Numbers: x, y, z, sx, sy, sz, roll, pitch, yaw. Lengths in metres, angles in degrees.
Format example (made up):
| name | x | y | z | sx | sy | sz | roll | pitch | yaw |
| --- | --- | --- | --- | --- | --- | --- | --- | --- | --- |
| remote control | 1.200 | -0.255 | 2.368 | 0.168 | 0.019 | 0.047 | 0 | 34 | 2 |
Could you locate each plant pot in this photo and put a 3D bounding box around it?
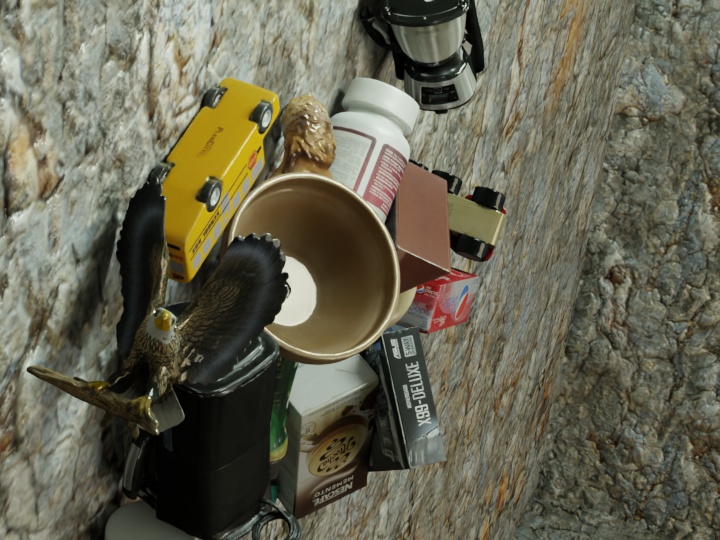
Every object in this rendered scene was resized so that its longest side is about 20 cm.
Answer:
| name | x | y | z | sx | sy | sz | roll | pitch | yaw |
| --- | --- | --- | --- | --- | --- | --- | --- | --- | --- |
| plant pot | -0.065 | 0.008 | 1.538 | 0.093 | 0.200 | 0.202 | -34 | -157 | 55 |

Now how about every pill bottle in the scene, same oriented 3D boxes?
| name | x | y | z | sx | sy | sz | roll | pitch | yaw |
| --- | --- | --- | --- | --- | --- | --- | --- | --- | --- |
| pill bottle | -0.005 | -0.118 | 1.746 | 0.110 | 0.108 | 0.202 | 52 | 57 | -70 |
| pill bottle | -0.222 | 0.346 | 1.526 | 0.113 | 0.112 | 0.202 | -46 | 149 | -54 |

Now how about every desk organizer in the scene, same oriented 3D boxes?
| name | x | y | z | sx | sy | sz | roll | pitch | yaw |
| --- | --- | --- | --- | --- | --- | --- | --- | --- | --- |
| desk organizer | 0.059 | -0.048 | 1.780 | 0.072 | 0.076 | 0.201 | -55 | -161 | 32 |

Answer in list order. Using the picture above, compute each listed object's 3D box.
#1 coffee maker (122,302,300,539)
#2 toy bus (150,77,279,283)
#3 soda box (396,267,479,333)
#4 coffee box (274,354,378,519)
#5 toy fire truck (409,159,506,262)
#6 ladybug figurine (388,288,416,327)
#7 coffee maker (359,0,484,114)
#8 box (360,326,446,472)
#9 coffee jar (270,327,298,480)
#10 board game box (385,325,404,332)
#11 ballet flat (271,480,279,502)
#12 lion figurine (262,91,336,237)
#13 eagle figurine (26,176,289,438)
| name | x | y | z | sx | sy | sz | roll | pitch | yaw |
| --- | --- | --- | --- | --- | --- | --- | --- | --- | --- |
| coffee maker | -0.136 | 0.153 | 1.448 | 0.135 | 0.190 | 0.202 | -63 | 163 | -51 |
| toy bus | -0.146 | -0.091 | 1.407 | 0.079 | 0.064 | 0.201 | 86 | 28 | -52 |
| soda box | 0.098 | 0.035 | 1.946 | 0.200 | 0.063 | 0.071 | -11 | 118 | -71 |
| coffee box | -0.049 | 0.193 | 1.767 | 0.112 | 0.080 | 0.201 | -23 | 141 | -26 |
| toy fire truck | 0.105 | -0.058 | 2.074 | 0.200 | 0.174 | 0.130 | 87 | 22 | -83 |
| ladybug figurine | 0.000 | 0.000 | 1.824 | 0.072 | 0.134 | 0.202 | 111 | -20 | -47 |
| coffee maker | 0.096 | -0.325 | 1.814 | 0.200 | 0.133 | 0.194 | 72 | 39 | -64 |
| box | 0.036 | 0.159 | 1.763 | 0.200 | 0.049 | 0.160 | 152 | -73 | -73 |
| coffee jar | -0.123 | 0.136 | 1.633 | 0.086 | 0.103 | 0.202 | -99 | -162 | -66 |
| board game box | 0.019 | 0.114 | 2.064 | 0.200 | 0.043 | 0.200 | -62 | 180 | -28 |
| ballet flat | -0.159 | 0.261 | 1.715 | 0.069 | 0.067 | 0.200 | -64 | 162 | -1 |
| lion figurine | -0.084 | -0.086 | 1.599 | 0.201 | 0.072 | 0.123 | -61 | 151 | -20 |
| eagle figurine | -0.168 | 0.043 | 1.290 | 0.152 | 0.150 | 0.201 | 41 | 63 | -32 |
